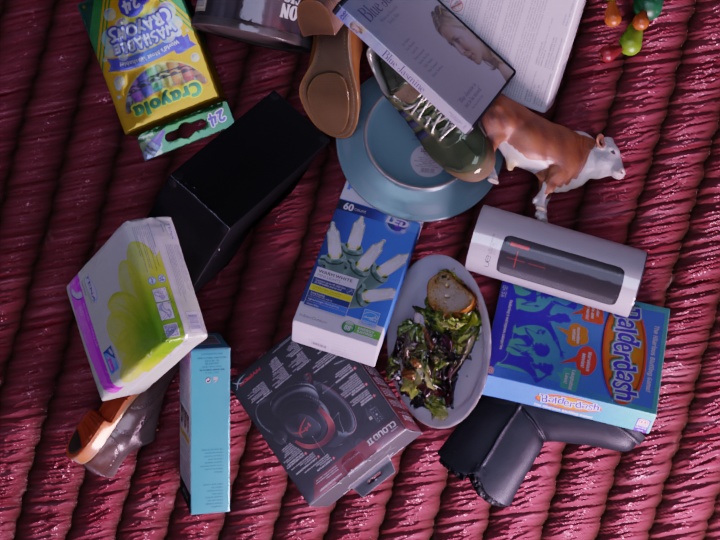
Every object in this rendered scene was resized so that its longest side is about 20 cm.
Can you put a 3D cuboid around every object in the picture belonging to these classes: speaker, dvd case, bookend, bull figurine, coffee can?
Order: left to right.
[{"bbox_3d":[-0.160,-0.080,1.682,0.092,0.199,0.200,42,51,3],"label":"bookend"},{"bbox_3d":[-0.106,-0.366,1.652,0.146,0.146,0.200,12,93,5],"label":"coffee can"},{"bbox_3d":[0.075,-0.254,1.585,0.200,0.143,0.018,42,133,-4],"label":"dvd case"},{"bbox_3d":[0.204,-0.131,1.644,0.200,0.065,0.122,27,76,-7],"label":"bull figurine"},{"bbox_3d":[0.223,-0.012,1.640,0.200,0.081,0.081,17,94,8],"label":"speaker"}]

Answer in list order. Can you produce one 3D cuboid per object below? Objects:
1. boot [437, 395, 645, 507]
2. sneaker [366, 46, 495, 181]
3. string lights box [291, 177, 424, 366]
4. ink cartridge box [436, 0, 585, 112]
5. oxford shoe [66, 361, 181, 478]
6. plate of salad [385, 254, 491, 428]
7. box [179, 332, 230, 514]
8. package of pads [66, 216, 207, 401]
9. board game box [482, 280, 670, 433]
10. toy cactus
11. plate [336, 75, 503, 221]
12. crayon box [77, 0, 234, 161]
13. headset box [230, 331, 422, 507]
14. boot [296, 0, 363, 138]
[{"bbox_3d":[0.209,0.207,1.672,0.200,0.076,0.168,30,91,11],"label":"boot"},{"bbox_3d":[0.069,-0.184,1.594,0.067,0.090,0.200,-41,60,13],"label":"sneaker"},{"bbox_3d":[0.000,0.000,1.653,0.103,0.059,0.200,17,63,5],"label":"string lights box"},{"bbox_3d":[0.149,-0.291,1.648,0.200,0.050,0.161,23,125,13],"label":"ink cartridge box"},{"bbox_3d":[-0.269,0.163,1.737,0.200,0.071,0.073,-49,119,-1],"label":"oxford shoe"},{"bbox_3d":[0.080,0.082,1.637,0.048,0.200,0.201,-1,92,-34],"label":"plate of salad"},{"bbox_3d":[-0.185,0.180,1.692,0.049,0.082,0.200,-2,101,-16],"label":"box"},{"bbox_3d":[-0.256,0.041,1.619,0.068,0.200,0.155,-8,72,-36],"label":"package of pads"},{"bbox_3d":[0.247,0.092,1.641,0.200,0.045,0.152,13,53,4],"label":"board game box"},{"bbox_3d":[0.324,-0.349,1.649,0.165,0.102,0.200,-10,88,-13],"label":"toy cactus"},{"bbox_3d":[0.071,-0.155,1.670,0.200,0.026,0.201,1,73,-3],"label":"plate"},{"bbox_3d":[-0.244,-0.248,1.717,0.126,0.052,0.200,-21,90,6],"label":"crayon box"},{"bbox_3d":[-0.036,0.170,1.671,0.149,0.075,0.200,-40,71,8],"label":"headset box"},{"bbox_3d":[-0.016,-0.269,1.647,0.077,0.155,0.200,4,130,25],"label":"boot"}]
